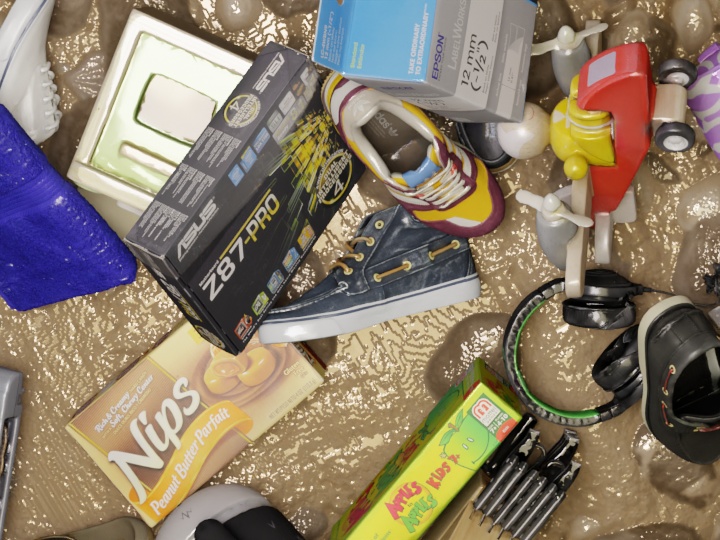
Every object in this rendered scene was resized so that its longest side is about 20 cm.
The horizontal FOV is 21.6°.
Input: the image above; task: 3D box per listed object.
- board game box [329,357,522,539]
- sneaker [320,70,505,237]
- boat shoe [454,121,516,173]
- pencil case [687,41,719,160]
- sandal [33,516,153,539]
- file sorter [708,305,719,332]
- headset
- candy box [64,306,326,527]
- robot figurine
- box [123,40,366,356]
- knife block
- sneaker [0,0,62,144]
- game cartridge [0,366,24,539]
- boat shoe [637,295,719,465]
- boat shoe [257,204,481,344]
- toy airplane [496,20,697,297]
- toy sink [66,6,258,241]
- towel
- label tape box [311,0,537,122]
[{"bbox_3d":[0.053,0.172,1.590,0.048,0.102,0.200,39,98,-5],"label":"board game box"},{"bbox_3d":[0.048,-0.078,1.480,0.075,0.090,0.200,-45,121,11],"label":"sneaker"},{"bbox_3d":[0.103,-0.179,1.552,0.074,0.062,0.203,-3,98,5],"label":"boat shoe"},{"bbox_3d":[0.336,-0.098,1.544,0.083,0.086,0.201,-32,96,3],"label":"pencil case"},{"bbox_3d":[-0.269,0.262,1.618,0.199,0.081,0.054,-28,141,15],"label":"sandal"},{"bbox_3d":[0.407,0.050,1.535,0.199,0.139,0.125,-28,95,6],"label":"file sorter"},{"bbox_3d":[0.215,0.053,1.568,0.198,0.094,0.124,-27,98,0],"label":"headset"},{"bbox_3d":[-0.140,0.109,1.610,0.200,0.055,0.116,-40,96,8],"label":"candy box"},{"bbox_3d":[-0.090,0.271,1.572,0.200,0.124,0.151,45,127,27],"label":"robot figurine"},{"bbox_3d":[-0.085,-0.055,1.490,0.049,0.162,0.201,24,71,32],"label":"box"},{"bbox_3d":[0.109,0.215,1.624,0.064,0.176,0.200,37,144,-3],"label":"knife block"},{"bbox_3d":[-0.280,-0.142,1.573,0.070,0.073,0.202,21,109,-3],"label":"sneaker"},{"bbox_3d":[-0.363,0.173,1.617,0.132,0.041,0.202,10,94,16],"label":"game cartridge"},{"bbox_3d":[0.272,0.105,1.539,0.073,0.063,0.202,-30,140,-7],"label":"boat shoe"},{"bbox_3d":[0.000,0.000,1.567,0.198,0.071,0.092,-15,93,-20],"label":"boat shoe"},{"bbox_3d":[0.173,-0.096,1.497,0.139,0.200,0.201,11,104,-5],"label":"toy airplane"},{"bbox_3d":[-0.159,-0.098,1.549,0.129,0.112,0.202,24,99,-1],"label":"toy sink"},{"bbox_3d":[-0.288,-0.046,1.528,0.147,0.050,0.200,-10,133,38],"label":"towel"},{"bbox_3d":[0.054,-0.200,1.396,0.066,0.199,0.145,5,84,35],"label":"label tape box"}]
